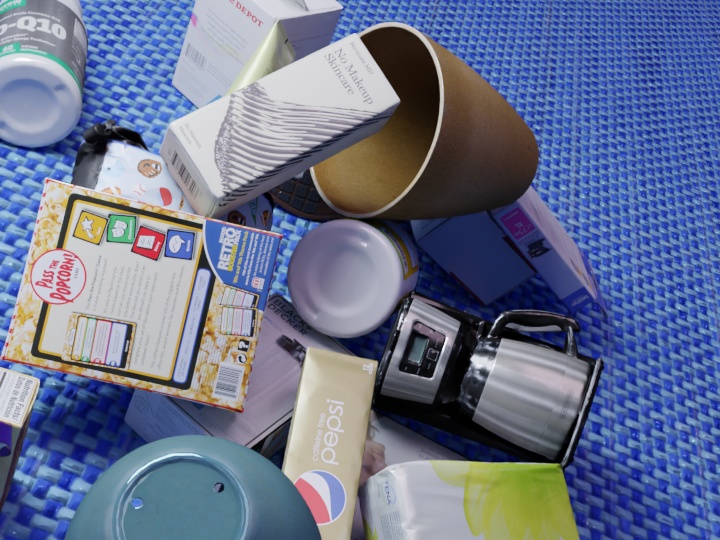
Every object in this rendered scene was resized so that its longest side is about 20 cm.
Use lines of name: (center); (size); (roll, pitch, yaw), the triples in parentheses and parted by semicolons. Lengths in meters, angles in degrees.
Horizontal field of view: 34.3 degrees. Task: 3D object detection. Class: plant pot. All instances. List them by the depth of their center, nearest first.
plant pot: (-0.120, 0.197, 0.820); (0.198, 0.135, 0.201); (2, 58, -3)
plant pot: (0.080, -0.126, 1.164); (0.199, 0.187, 0.187); (13, 35, -42)

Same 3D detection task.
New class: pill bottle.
pill bottle: (0.000, 0.000, 1.176); (0.111, 0.112, 0.200); (30, 9, 6)
pill bottle: (-0.361, -0.237, 1.294); (0.112, 0.113, 0.201); (11, 38, -19)

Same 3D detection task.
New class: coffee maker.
coffee maker: (0.114, 0.117, 1.126); (0.199, 0.193, 0.135); (20, 57, 7)

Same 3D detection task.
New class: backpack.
backpack: (-0.178, -0.024, 1.080); (0.189, 0.200, 0.155); (7, 66, -12)

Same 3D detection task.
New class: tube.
tube: (-0.134, -0.185, 1.324); (0.052, 0.058, 0.201); (35, 76, -19)

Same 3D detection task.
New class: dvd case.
dvd case: (0.027, 0.213, 1.051); (0.142, 0.018, 0.200); (27, 36, 0)

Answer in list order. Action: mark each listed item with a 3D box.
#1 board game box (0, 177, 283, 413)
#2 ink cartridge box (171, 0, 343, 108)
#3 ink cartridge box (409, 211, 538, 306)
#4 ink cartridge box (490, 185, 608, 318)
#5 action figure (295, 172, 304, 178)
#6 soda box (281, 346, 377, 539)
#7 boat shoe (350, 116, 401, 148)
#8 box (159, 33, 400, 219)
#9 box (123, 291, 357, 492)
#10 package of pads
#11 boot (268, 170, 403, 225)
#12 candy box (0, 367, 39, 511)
board game box: (-0.177, 0.022, 0.963); (0.199, 0.153, 0.046); (14, -6, -8)
ink cartridge box: (-0.123, -0.284, 1.422); (0.128, 0.201, 0.125); (43, 39, 22)
ink cartridge box: (0.117, -0.080, 1.368); (0.146, 0.083, 0.201); (41, 23, -37)
ink cartridge box: (0.209, -0.035, 1.330); (0.200, 0.042, 0.120); (45, 21, -27)
action figure: (-0.003, -0.155, 1.303); (0.193, 0.105, 0.200); (-14, 44, -39)
soda box: (-0.034, 0.169, 0.964); (0.064, 0.068, 0.201); (11, 59, -4)
boat shoe: (0.036, -0.176, 1.261); (0.199, 0.065, 0.072); (-21, 82, -45)
box: (-0.070, -0.125, 1.021); (0.199, 0.068, 0.082); (-32, 85, -24)
box: (-0.103, 0.108, 1.066); (0.116, 0.060, 0.200); (38, 37, 16)
package of pads: (0.100, 0.236, 0.975); (0.199, 0.068, 0.156); (6, 61, -35)
boot: (-0.043, -0.106, 1.379); (0.199, 0.075, 0.097); (19, 19, -11)
candy box: (-0.351, 0.108, 0.868); (0.199, 0.117, 0.057); (19, 36, -10)
